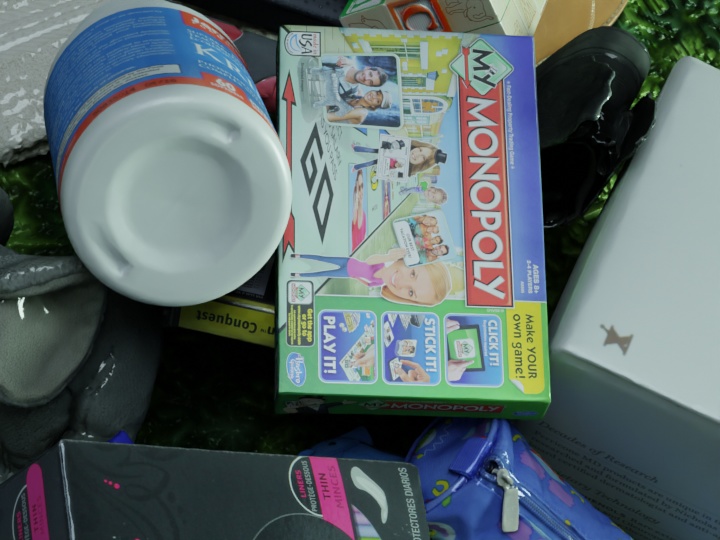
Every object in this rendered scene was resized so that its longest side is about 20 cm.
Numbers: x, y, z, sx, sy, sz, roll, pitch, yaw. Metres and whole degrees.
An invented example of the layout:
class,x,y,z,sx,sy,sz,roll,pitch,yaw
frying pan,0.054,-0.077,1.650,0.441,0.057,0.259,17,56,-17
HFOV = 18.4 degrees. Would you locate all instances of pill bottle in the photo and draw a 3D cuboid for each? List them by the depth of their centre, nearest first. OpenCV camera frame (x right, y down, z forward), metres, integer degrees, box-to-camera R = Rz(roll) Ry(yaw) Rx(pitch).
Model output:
class,x,y,z,sx,sy,sz,roll,pitch,yaw
pill bottle,-0.103,-0.071,1.124,0.111,0.113,0.200,-5,26,-10

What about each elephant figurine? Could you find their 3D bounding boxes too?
class,x,y,z,sx,sy,sz,roll,pitch,yaw
elephant figurine,-0.186,0.025,1.110,0.140,0.200,0.156,-5,55,20

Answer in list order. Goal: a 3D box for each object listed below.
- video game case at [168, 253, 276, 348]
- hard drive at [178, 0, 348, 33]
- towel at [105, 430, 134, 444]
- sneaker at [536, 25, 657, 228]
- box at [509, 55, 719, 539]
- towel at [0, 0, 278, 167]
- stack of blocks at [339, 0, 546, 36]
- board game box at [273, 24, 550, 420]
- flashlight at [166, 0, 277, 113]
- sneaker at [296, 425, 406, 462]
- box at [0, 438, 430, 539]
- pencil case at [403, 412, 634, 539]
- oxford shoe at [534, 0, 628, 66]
class,x,y,z,sx,sy,sz,roll,pitch,yaw
video game case,0.000,0.000,1.197,0.179,0.026,0.200,12,23,-1
hard drive,-0.059,-0.227,1.338,0.134,0.042,0.201,16,51,-21
towel,-0.130,0.197,1.081,0.147,0.050,0.201,-31,86,-2
sneaker,0.098,-0.063,1.206,0.060,0.200,0.105,34,50,-13
box,0.205,0.038,1.185,0.199,0.172,0.200,25,62,5
towel,-0.147,-0.147,1.315,0.199,0.035,0.133,-21,66,-17
stack of blocks,0.050,-0.174,1.269,0.114,0.059,0.200,-15,29,26
board game box,0.024,-0.026,1.110,0.133,0.029,0.201,1,67,-6
flashlight,-0.046,-0.097,1.268,0.199,0.068,0.068,19,44,-15
sneaker,-0.032,0.126,1.166,0.199,0.066,0.079,-3,66,-14
box,-0.070,0.154,1.010,0.199,0.106,0.123,6,63,-38
pencil case,0.103,0.151,1.121,0.200,0.087,0.078,43,73,-14
oxford shoe,0.117,-0.171,1.344,0.071,0.071,0.200,36,62,13
